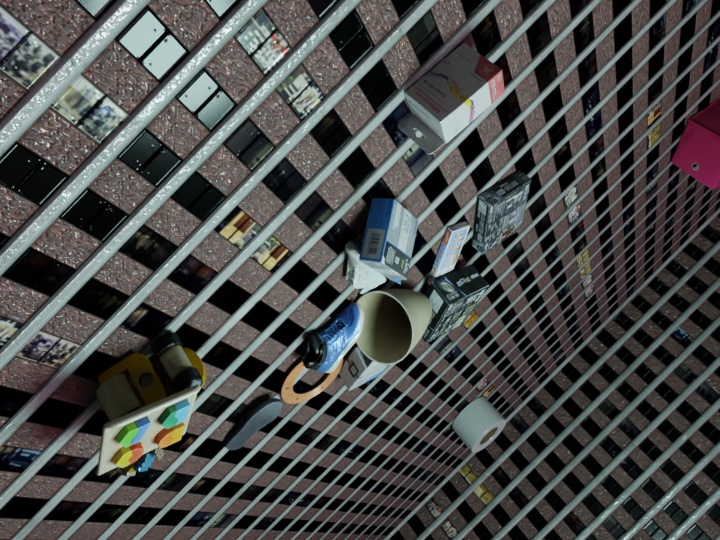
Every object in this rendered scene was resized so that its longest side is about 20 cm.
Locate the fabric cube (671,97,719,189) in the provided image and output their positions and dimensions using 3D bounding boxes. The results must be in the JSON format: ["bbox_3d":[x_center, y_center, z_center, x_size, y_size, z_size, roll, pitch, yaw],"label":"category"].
[{"bbox_3d":[1.284,-0.456,2.226,0.198,0.197,0.201,-31,146,-17],"label":"fabric cube"}]

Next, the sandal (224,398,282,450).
[{"bbox_3d":[-0.287,0.392,1.615,0.200,0.043,0.076,-42,141,14],"label":"sandal"}]

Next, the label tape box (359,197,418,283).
[{"bbox_3d":[0.081,-0.061,1.414,0.199,0.065,0.146,29,70,-55],"label":"label tape box"}]

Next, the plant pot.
[{"bbox_3d":[0.106,0.125,1.630,0.199,0.187,0.189,-19,143,-54],"label":"plant pot"}]

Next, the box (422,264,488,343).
[{"bbox_3d":[0.256,0.097,1.800,0.162,0.087,0.201,-22,151,-30],"label":"box"}]

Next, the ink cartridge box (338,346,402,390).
[{"bbox_3d":[0.026,0.246,1.711,0.114,0.067,0.201,-20,158,-32],"label":"ink cartridge box"}]

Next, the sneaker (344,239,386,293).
[{"bbox_3d":[0.000,0.000,1.452,0.080,0.071,0.201,-38,148,-2],"label":"sneaker"}]

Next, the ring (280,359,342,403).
[{"bbox_3d":[-0.132,0.281,1.672,0.198,0.019,0.203,-28,143,-23],"label":"ring"}]

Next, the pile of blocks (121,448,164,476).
[{"bbox_3d":[-0.480,0.388,1.350,0.062,0.082,0.201,10,120,-52],"label":"pile of blocks"}]

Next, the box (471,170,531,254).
[{"bbox_3d":[0.388,-0.158,1.716,0.156,0.050,0.202,-32,146,-18],"label":"box"}]

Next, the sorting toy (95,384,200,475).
[{"bbox_3d":[-0.395,0.304,1.161,0.183,0.037,0.201,-20,152,-41],"label":"sorting toy"}]

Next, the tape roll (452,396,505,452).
[{"bbox_3d":[0.521,0.677,2.725,0.200,0.139,0.205,-28,145,-22],"label":"tape roll"}]

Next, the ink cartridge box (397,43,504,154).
[{"bbox_3d":[0.170,-0.335,1.212,0.199,0.117,0.068,-41,149,-4],"label":"ink cartridge box"}]

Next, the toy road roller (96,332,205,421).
[{"bbox_3d":[-0.403,0.235,1.231,0.198,0.123,0.147,-32,157,-18],"label":"toy road roller"}]

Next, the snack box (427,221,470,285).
[{"bbox_3d":[0.242,-0.042,1.710,0.071,0.024,0.202,-18,140,-34],"label":"snack box"}]

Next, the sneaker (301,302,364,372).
[{"bbox_3d":[-0.074,0.166,1.549,0.110,0.077,0.202,16,111,-50],"label":"sneaker"}]
